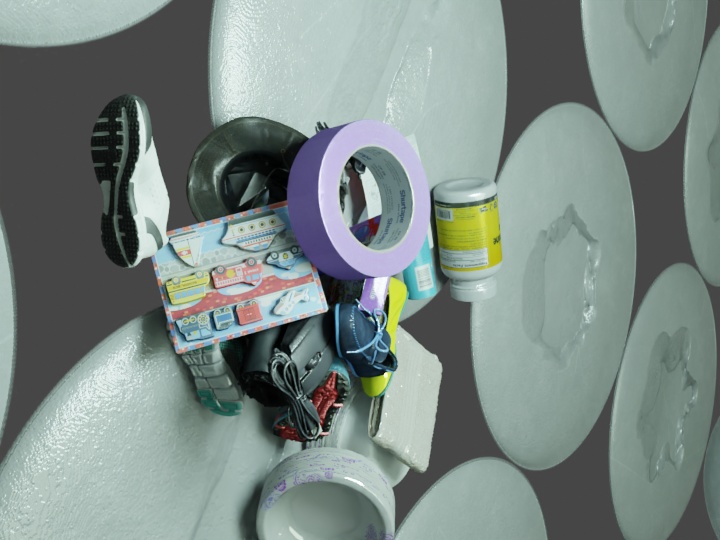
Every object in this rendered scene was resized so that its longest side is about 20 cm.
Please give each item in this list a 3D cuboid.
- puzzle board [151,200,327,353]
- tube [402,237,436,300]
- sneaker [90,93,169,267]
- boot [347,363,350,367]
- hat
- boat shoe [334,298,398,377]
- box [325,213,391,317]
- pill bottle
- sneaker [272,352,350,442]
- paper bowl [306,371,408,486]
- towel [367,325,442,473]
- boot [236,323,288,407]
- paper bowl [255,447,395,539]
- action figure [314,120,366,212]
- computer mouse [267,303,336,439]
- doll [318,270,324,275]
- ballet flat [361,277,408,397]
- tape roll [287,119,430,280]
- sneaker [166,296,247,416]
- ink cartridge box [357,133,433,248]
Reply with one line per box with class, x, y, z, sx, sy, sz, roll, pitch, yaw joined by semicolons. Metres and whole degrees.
puzzle board;-0.154;0.005;1.283;0.198;0.017;0.153;-15;83;-13
tube;0.083;-0.056;1.633;0.077;0.050;0.203;-26;110;-52
sneaker;-0.270;-0.109;1.219;0.080;0.073;0.203;-24;120;-60
boot;-0.023;0.125;1.576;0.200;0.073;0.076;-37;130;-47
hat;-0.132;-0.103;1.355;0.198;0.081;0.204;1;84;-10
boat shoe;0.011;0.089;1.378;0.200;0.068;0.085;56;35;-69
box;0.000;0.000;1.490;0.039;0.200;0.139;16;81;-15
pill bottle;0.192;-0.054;1.792;0.112;0.111;0.203;-28;118;-47
sneaker;-0.065;0.172;1.462;0.078;0.200;0.096;19;45;-19
paper bowl;0.015;0.264;1.604;0.200;0.103;0.204;-10;102;-52
towel;0.071;0.193;1.553;0.132;0.034;0.202;40;46;-36
boot;-0.111;0.107;1.383;0.201;0.075;0.170;64;26;-62
paper bowl;-0.048;0.344;1.482;0.105;0.198;0.203;-84;160;-61
action figure;-0.063;-0.121;1.442;0.118;0.200;0.103;6;51;-29
computer mouse;-0.061;0.106;1.321;0.201;0.052;0.140;-79;154;-51
doll;-0.104;-0.009;1.434;0.198;0.049;0.137;-6;136;-41
ballet flat;0.022;0.091;1.528;0.067;0.066;0.202;39;49;-32
tape roll;0.001;-0.090;1.320;0.199;0.065;0.203;6;81;-42
sneaker;-0.194;0.092;1.354;0.091;0.077;0.202;-60;143;-52
ink cartridge box;0.045;-0.103;1.650;0.160;0.047;0.202;-32;117;-46
